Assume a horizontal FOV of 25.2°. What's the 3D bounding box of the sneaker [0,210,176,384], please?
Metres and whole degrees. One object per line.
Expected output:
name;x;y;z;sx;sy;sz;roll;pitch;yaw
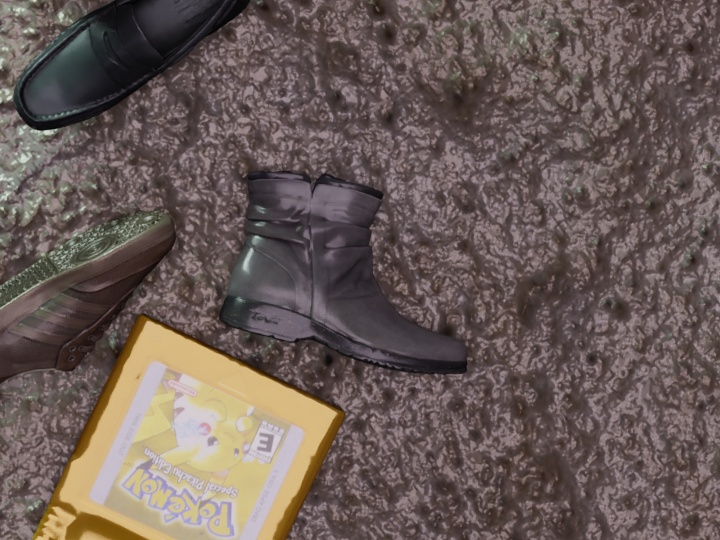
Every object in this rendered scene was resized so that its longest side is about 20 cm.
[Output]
sneaker;-0.215;0.029;1.193;0.199;0.070;0.076;-29;114;-2

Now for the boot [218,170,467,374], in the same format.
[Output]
boot;0.000;0.000;1.209;0.199;0.070;0.133;16;85;-11

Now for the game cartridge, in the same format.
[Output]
game cartridge;-0.130;0.159;1.215;0.175;0.032;0.201;25;88;-7

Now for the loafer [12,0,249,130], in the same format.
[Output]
loafer;-0.167;-0.171;1.178;0.200;0.070;0.068;-33;95;-4
